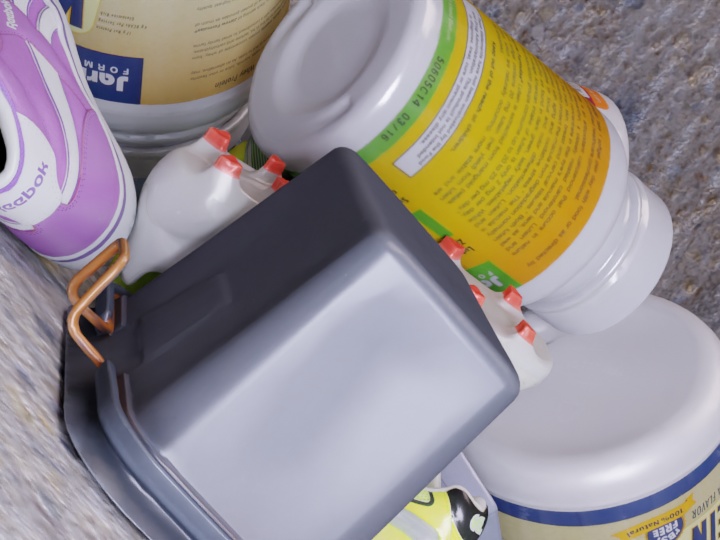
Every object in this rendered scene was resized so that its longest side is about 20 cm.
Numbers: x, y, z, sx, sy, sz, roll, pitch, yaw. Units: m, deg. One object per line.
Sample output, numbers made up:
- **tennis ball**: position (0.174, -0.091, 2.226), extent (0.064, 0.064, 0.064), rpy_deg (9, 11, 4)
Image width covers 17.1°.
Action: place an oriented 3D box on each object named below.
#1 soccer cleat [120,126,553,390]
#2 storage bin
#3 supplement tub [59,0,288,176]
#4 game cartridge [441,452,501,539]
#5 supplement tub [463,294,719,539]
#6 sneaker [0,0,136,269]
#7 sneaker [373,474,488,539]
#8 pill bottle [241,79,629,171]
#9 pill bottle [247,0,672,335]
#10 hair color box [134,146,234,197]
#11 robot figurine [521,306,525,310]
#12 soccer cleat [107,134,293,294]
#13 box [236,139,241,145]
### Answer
- **soccer cleat**: position (-0.010, 0.010, 1.046), extent (0.200, 0.078, 0.069), rpy_deg (27, 19, -18)
- **storage bin**: position (-0.029, 0.030, 0.920), extent (0.146, 0.134, 0.200), rpy_deg (48, 5, -15)
- **supplement tub**: position (-0.102, -0.157, 1.138), extent (0.144, 0.144, 0.200), rpy_deg (53, -31, 35)
- **game cartridge**: position (0.004, 0.074, 1.168), extent (0.200, 0.040, 0.133), rpy_deg (52, -18, 33)
- **supplement tub**: position (0.128, 0.126, 1.205), extent (0.144, 0.144, 0.200), rpy_deg (-124, -166, -52)
- **sneaker**: position (-0.170, -0.098, 1.005), extent (0.201, 0.073, 0.114), rpy_deg (53, 10, 31)
- **sneaker**: position (-0.007, 0.077, 1.065), extent (0.075, 0.076, 0.200), rpy_deg (40, 9, -49)
- **pill bottle**: position (0.041, -0.072, 1.339), extent (0.200, 0.110, 0.110), rpy_deg (15, 23, -27)
- **pill bottle**: position (0.053, -0.051, 1.116), extent (0.200, 0.111, 0.111), rpy_deg (35, 13, -34)
- **hair color box**: position (-0.160, -0.126, 1.315), extent (0.200, 0.061, 0.099), rpy_deg (44, 7, -36)
- **robot figurine**: position (0.046, 0.046, 1.433), extent (0.200, 0.125, 0.150), rpy_deg (46, 6, -28)
- **soccer cleat**: position (-0.062, -0.017, 1.125), extent (0.065, 0.084, 0.200), rpy_deg (59, 41, -10)
- **box**: position (-0.052, -0.025, 1.580), extent (0.200, 0.040, 0.137), rpy_deg (45, 8, -39)
